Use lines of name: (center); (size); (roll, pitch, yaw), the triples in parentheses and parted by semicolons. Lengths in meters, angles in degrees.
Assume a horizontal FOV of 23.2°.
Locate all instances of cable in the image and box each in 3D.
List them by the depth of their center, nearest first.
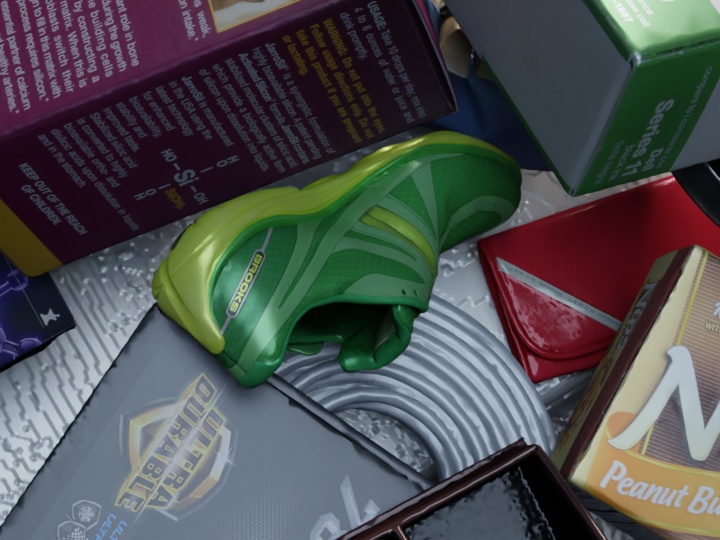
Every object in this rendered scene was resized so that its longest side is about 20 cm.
cable: (-0.003, 0.099, 0.787); (0.198, 0.069, 0.202); (-10, 78, -9)

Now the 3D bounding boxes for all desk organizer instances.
desk organizer: (0.001, 0.138, 0.657); (0.199, 0.077, 0.072); (-27, 86, -11)

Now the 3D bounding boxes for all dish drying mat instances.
dish drying mat: (0.160, -0.009, 0.857); (0.198, 0.018, 0.077); (-18, 80, -10)

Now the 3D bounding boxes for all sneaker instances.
sneaker: (0.000, 0.000, 0.742); (0.199, 0.074, 0.084); (-23, 76, -42)

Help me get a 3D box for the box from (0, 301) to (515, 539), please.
box: (-0.056, 0.149, 0.713); (0.198, 0.050, 0.201); (34, 79, 2)

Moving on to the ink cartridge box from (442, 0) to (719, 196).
ink cartridge box: (0.145, -0.127, 0.718); (0.198, 0.083, 0.147); (-14, 57, -24)

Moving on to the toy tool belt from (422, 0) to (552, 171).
toy tool belt: (0.060, -0.094, 0.804); (0.198, 0.125, 0.124); (15, 51, -5)

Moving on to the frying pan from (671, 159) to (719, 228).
frying pan: (0.188, -0.025, 0.773); (0.190, 0.115, 0.031); (44, 118, -11)

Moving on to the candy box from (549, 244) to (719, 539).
candy box: (0.192, 0.091, 0.759); (0.199, 0.055, 0.116); (31, 79, -3)

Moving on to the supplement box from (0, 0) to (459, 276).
supplement box: (-0.078, -0.104, 0.713); (0.198, 0.103, 0.132); (-20, 61, 7)

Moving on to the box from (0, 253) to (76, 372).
box: (-0.235, -0.026, 0.756); (0.141, 0.079, 0.201); (-30, 92, -27)
